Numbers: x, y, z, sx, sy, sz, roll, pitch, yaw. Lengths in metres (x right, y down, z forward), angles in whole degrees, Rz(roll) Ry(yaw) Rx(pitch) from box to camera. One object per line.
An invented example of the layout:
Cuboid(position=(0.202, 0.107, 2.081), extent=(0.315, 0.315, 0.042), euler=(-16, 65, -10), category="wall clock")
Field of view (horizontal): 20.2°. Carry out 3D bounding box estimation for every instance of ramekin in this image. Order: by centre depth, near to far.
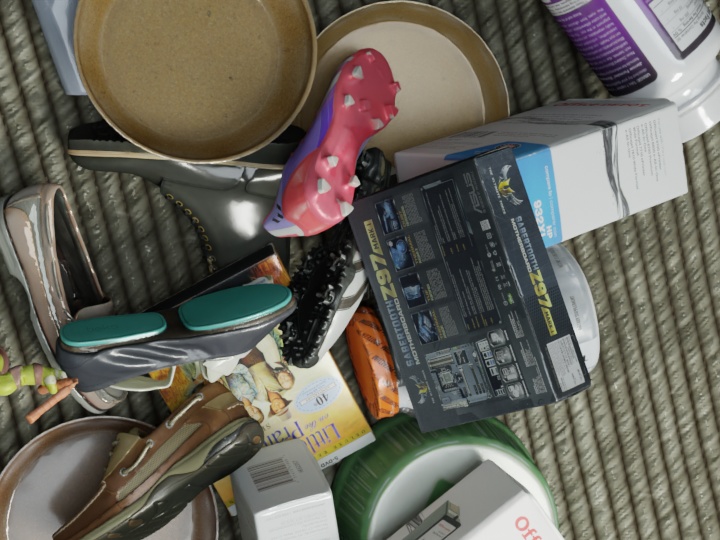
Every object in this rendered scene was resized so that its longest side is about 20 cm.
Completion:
Cuboid(position=(0.077, 0.223, 1.763), extent=(0.199, 0.098, 0.201), euler=(-2, 98, -12), category="ramekin")

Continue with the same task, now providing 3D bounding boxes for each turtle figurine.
Cuboid(position=(-0.331, 0.094, 1.621), extent=(0.199, 0.161, 0.065), euler=(-17, 101, -9), category="turtle figurine")

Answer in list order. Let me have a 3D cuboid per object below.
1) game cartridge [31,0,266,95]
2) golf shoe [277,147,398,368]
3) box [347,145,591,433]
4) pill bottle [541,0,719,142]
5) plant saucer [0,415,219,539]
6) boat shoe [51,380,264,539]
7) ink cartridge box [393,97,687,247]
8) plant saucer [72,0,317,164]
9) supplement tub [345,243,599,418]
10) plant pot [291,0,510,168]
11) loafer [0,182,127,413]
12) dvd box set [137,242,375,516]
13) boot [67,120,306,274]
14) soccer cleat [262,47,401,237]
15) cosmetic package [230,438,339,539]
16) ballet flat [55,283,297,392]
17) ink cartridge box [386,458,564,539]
Cuboid(position=(-0.168, -0.224, 1.681), extent=(0.199, 0.040, 0.134), euler=(-21, 105, -9), category="game cartridge")
Cuboid(position=(0.000, 0.000, 1.680), extent=(0.094, 0.078, 0.201), euler=(34, 68, -33), category="golf shoe")
Cuboid(position=(0.082, 0.018, 1.592), extent=(0.051, 0.157, 0.201), euler=(-19, 90, -44), category="box")
Cuboid(position=(0.240, -0.211, 1.734), extent=(0.111, 0.111, 0.200), euler=(-39, 104, -5), category="pill bottle")
Cuboid(position=(-0.222, 0.220, 1.729), extent=(0.199, 0.032, 0.201), euler=(-2, 98, -11), category="plant saucer")
Cuboid(position=(-0.174, 0.167, 1.685), extent=(0.200, 0.076, 0.074), euler=(-35, 71, 6), category="boat shoe")
Cuboid(position=(0.152, -0.081, 1.679), extent=(0.200, 0.145, 0.084), euler=(-20, 106, -36), category="ink cartridge box")
Cuboid(position=(-0.136, -0.182, 1.638), extent=(0.199, 0.035, 0.201), euler=(2, 81, -14), category="plant saucer")
Cuboid(position=(0.095, 0.055, 1.733), extent=(0.199, 0.123, 0.123), euler=(-16, 101, -11), category="supplement tub")
Cuboid(position=(0.030, -0.132, 1.742), extent=(0.199, 0.027, 0.201), euler=(-2, 99, -13), category="plant pot")
Cuboid(position=(-0.238, 0.023, 1.672), extent=(0.063, 0.072, 0.201), euler=(-21, 101, 23), category="loafer")
Cuboid(position=(-0.093, 0.095, 1.719), extent=(0.146, 0.029, 0.200), euler=(-27, 113, -1), category="dvd box set")
Cuboid(position=(-0.147, -0.053, 1.695), extent=(0.199, 0.078, 0.139), euler=(4, 113, -1), category="boot")
Cuboid(position=(-0.025, -0.107, 1.655), extent=(0.067, 0.076, 0.200), euler=(47, 43, -30), category="soccer cleat")
Cuboid(position=(-0.055, 0.258, 1.716), extent=(0.074, 0.102, 0.201), euler=(-15, 117, -10), category="cosmetic package")
Cuboid(position=(-0.148, 0.060, 1.643), extent=(0.199, 0.073, 0.073), euler=(-11, 100, -9), category="ballet flat")
Cuboid(position=(0.081, 0.278, 1.668), extent=(0.200, 0.084, 0.146), euler=(-37, 114, -6), category="ink cartridge box")
